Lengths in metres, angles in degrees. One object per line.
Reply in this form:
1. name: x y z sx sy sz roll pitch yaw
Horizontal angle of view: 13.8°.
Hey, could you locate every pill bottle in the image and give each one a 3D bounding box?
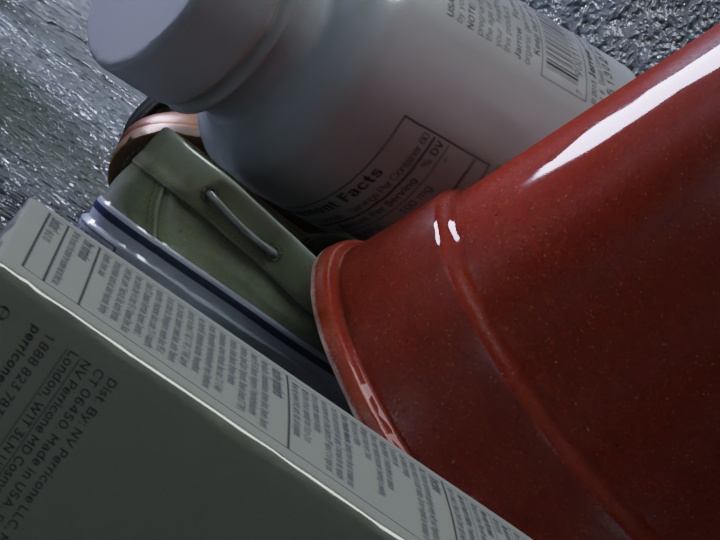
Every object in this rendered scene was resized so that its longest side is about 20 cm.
1. pill bottle: 0.002 -0.071 1.121 0.200 0.114 0.114 29 9 -30

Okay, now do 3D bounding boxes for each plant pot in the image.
1. plant pot: 0.121 0.015 1.011 0.201 0.195 0.201 46 18 -19

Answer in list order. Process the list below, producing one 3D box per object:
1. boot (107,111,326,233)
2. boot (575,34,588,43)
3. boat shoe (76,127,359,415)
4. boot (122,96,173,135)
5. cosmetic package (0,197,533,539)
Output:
1. boot: -0.021 -0.069 1.248 0.200 0.077 0.155 10 48 -25
2. boot: 0.068 -0.043 1.481 0.072 0.166 0.200 34 7 -21
3. boat shoe: -0.015 0.017 1.097 0.200 0.062 0.072 31 8 -36
4. boot: 0.000 0.000 1.300 0.200 0.069 0.174 24 20 -31
5. cosmetic package: -0.015 0.073 0.663 0.200 0.073 0.104 36 6 -5
